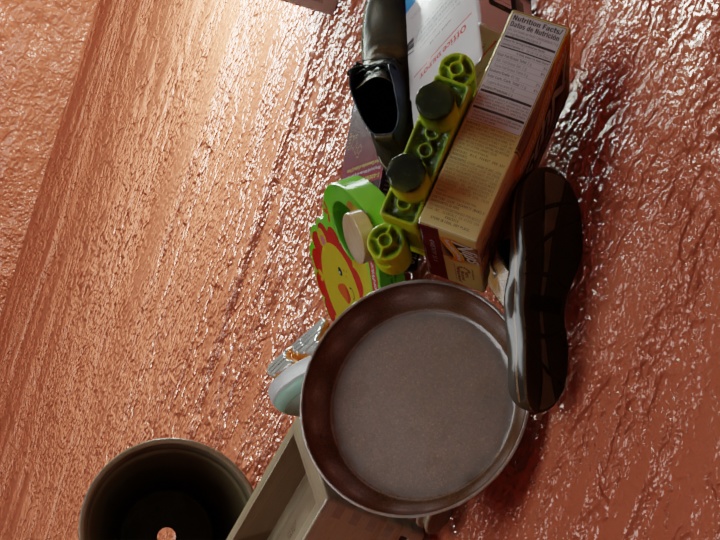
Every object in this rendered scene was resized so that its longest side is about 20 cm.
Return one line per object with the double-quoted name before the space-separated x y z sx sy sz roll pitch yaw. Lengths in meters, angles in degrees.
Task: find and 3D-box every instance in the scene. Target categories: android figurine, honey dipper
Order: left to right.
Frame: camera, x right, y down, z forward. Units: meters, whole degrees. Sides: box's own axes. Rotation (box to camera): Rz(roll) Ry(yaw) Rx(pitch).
"honey dipper" -0.001 0.165 1.446 0.200 0.038 0.038 33 110 32
"android figurine" 0.056 -0.083 1.328 0.200 0.041 0.182 54 -123 -78

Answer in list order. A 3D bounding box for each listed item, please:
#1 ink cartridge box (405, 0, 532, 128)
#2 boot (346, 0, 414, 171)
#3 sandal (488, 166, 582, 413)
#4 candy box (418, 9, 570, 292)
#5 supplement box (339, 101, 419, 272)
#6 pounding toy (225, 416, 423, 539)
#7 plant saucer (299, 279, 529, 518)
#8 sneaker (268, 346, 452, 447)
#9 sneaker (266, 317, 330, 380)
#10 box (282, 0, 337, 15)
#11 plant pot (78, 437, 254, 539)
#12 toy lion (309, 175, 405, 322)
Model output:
"ink cartridge box" 0.101 -0.221 1.519 0.116 0.068 0.200 -46 33 41
"boot" 0.029 -0.194 1.556 0.097 0.075 0.200 42 -142 -71
"sandal" 0.133 0.014 1.299 0.055 0.082 0.200 -5 77 43
"candy box" 0.112 -0.096 1.325 0.115 0.055 0.200 74 -142 -68
"supplement box" 0.026 -0.096 1.647 0.109 0.061 0.200 -15 64 64
"pounding toy" -0.023 0.274 1.470 0.184 0.142 0.200 -60 21 15
"plant saucer" 0.048 0.108 1.344 0.200 0.034 0.201 -7 69 19
"sneaker" 0.014 0.129 1.406 0.200 0.074 0.118 -11 63 17
"sneaker" -0.035 0.105 1.576 0.078 0.077 0.200 -44 13 2
"box" -0.109 -0.440 1.994 0.131 0.200 0.199 36 110 65
"plant pot" -0.215 0.297 1.839 0.174 0.200 0.200 122 158 -76
"toy lion" 0.000 0.000 1.531 0.192 0.069 0.200 44 148 54
